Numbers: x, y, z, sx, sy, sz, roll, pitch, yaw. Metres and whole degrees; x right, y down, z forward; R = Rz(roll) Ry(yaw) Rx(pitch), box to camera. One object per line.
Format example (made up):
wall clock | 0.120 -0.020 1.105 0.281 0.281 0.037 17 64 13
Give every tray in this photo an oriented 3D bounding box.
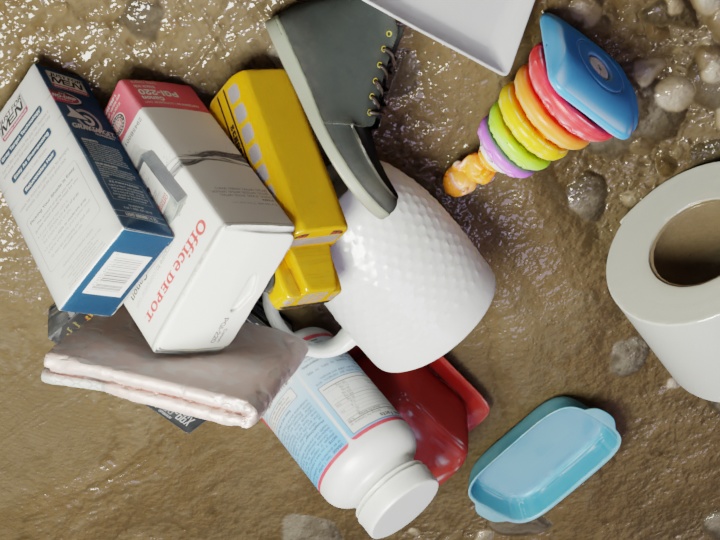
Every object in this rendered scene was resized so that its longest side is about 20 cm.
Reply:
tray | 0.062 -0.254 1.150 0.199 0.022 0.108 23 85 -27

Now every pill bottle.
pill bottle | -0.016 0.159 1.313 0.109 0.200 0.109 -31 153 -18

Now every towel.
towel | -0.156 0.078 1.179 0.190 0.200 0.032 12 106 7

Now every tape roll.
tape roll | 0.363 0.011 1.330 0.202 0.203 0.139 -34 126 14

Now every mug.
mug | 0.000 0.000 1.271 0.200 0.148 0.175 -38 114 4

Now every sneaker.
sneaker | 0.007 -0.151 1.158 0.106 0.075 0.201 -27 90 6

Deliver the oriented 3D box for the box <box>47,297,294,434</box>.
box | -0.186 0.060 1.346 0.158 0.050 0.200 -38 125 18

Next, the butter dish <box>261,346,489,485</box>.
butter dish | 0.027 0.186 1.428 0.199 0.148 0.200 -35 126 14

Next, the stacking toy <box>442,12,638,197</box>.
stacking toy | 0.150 -0.128 1.252 0.110 0.116 0.200 31 127 -27

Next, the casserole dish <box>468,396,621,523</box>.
casserole dish | 0.209 0.216 1.560 0.121 0.039 0.200 32 115 -30

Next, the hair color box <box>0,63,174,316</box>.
hair color box | -0.243 -0.069 1.136 0.100 0.200 0.060 -47 148 23

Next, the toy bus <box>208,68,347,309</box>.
toy bus | -0.068 -0.070 1.175 0.065 0.201 0.078 -7 158 -38

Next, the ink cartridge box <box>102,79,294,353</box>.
ink cartridge box | -0.162 -0.047 1.163 0.085 0.200 0.146 -1 133 -46
